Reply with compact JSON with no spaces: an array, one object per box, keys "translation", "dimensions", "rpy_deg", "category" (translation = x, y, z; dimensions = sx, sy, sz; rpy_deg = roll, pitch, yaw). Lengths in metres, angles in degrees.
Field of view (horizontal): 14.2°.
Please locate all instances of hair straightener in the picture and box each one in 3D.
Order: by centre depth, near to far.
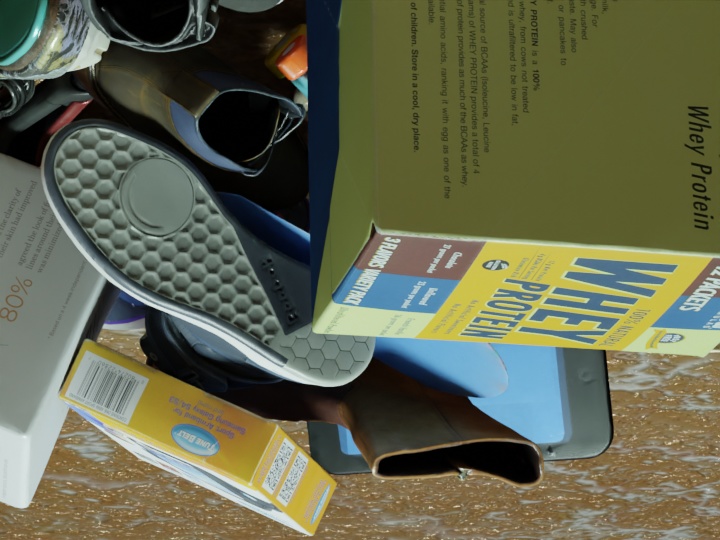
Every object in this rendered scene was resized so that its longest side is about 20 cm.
[{"translation":[-0.196,-0.081,1.565],"dimensions":[0.077,0.041,0.200],"rpy_deg":[10,162,-25],"category":"hair straightener"}]

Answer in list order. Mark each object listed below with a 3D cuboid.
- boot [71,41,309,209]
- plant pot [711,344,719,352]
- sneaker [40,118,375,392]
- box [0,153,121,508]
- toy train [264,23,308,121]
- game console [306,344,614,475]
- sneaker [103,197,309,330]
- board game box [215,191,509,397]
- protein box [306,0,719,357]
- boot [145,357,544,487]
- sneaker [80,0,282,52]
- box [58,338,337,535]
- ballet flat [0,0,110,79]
[{"translation":[-0.066,-0.065,1.503],"dimensions":[0.097,0.075,0.200],"rpy_deg":[36,180,40],"category":"boot"},{"translation":[0.186,-0.042,1.582],"dimensions":[0.199,0.028,0.201],"rpy_deg":[3,125,4],"category":"plant pot"},{"translation":[-0.104,-0.002,1.520],"dimensions":[0.202,0.077,0.146],"rpy_deg":[38,163,-20],"category":"sneaker"},{"translation":[-0.244,0.013,1.571],"dimensions":[0.199,0.153,0.106],"rpy_deg":[21,153,3],"category":"box"},{"translation":[0.027,-0.067,1.521],"dimensions":[0.056,0.150,0.200],"rpy_deg":[-46,154,-5],"category":"toy train"},{"translation":[0.049,0.043,1.799],"dimensions":[0.199,0.117,0.176],"rpy_deg":[-5,159,10],"category":"game console"},{"translation":[-0.134,-0.035,1.659],"dimensions":[0.199,0.081,0.146],"rpy_deg":[-12,149,36],"category":"sneaker"},{"translation":[0.000,0.000,1.558],"dimensions":[0.199,0.039,0.158],"rpy_deg":[29,164,6],"category":"board game box"},{"translation":[0.086,-0.077,1.363],"dimensions":[0.199,0.200,0.135],"rpy_deg":[4,159,-13],"category":"protein box"},{"translation":[-0.014,0.084,1.643],"dimensions":[0.187,0.069,0.200],"rpy_deg":[7,-163,-19],"category":"boot"},{"translation":[-0.084,-0.137,1.345],"dimensions":[0.070,0.100,0.200],"rpy_deg":[-9,159,18],"category":"sneaker"},{"translation":[-0.085,0.098,1.604],"dimensions":[0.119,0.042,0.200],"rpy_deg":[23,169,15],"category":"box"},{"translation":[-0.156,-0.122,1.376],"dimensions":[0.072,0.072,0.200],"rpy_deg":[11,179,-27],"category":"ballet flat"}]
